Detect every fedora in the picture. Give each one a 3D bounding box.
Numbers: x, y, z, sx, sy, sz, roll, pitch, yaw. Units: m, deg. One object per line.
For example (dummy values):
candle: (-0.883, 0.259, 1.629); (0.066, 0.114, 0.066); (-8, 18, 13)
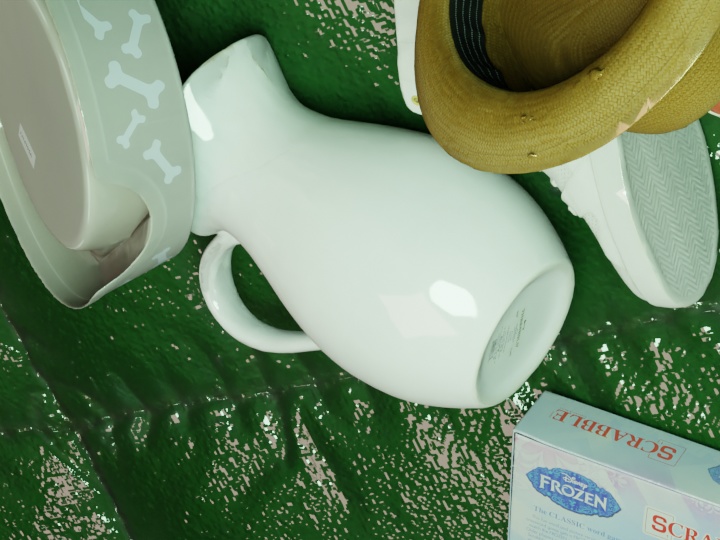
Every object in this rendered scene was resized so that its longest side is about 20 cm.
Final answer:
fedora: (0.108, -0.114, 1.141); (0.082, 0.202, 0.200); (27, 145, -34)

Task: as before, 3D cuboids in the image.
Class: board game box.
board game box: (0.169, 0.178, 1.412); (0.199, 0.041, 0.201); (19, 130, 22)

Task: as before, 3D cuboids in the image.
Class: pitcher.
pitcher: (0.000, 0.000, 1.359); (0.199, 0.121, 0.172); (32, 139, 25)

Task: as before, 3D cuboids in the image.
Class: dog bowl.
dog bowl: (-0.141, -0.084, 1.374); (0.200, 0.058, 0.201); (164, 90, -70)

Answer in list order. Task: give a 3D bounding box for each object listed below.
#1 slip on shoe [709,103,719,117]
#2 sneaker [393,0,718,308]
slip on shoe: (0.223, -0.088, 1.177); (0.199, 0.061, 0.074); (2, 123, 35)
sneaker: (0.086, -0.071, 1.281); (0.115, 0.074, 0.201); (-13, 102, 42)
